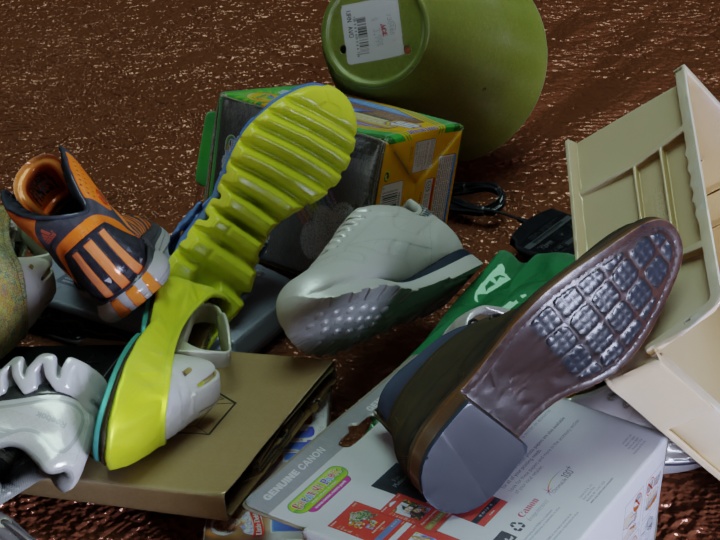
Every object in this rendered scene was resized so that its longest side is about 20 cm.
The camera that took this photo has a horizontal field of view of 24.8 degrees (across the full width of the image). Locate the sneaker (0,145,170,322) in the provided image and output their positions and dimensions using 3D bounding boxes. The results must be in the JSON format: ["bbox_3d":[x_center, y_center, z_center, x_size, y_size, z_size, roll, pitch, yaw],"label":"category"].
[{"bbox_3d":[-0.191,-0.037,1.136,0.078,0.112,0.200,-41,15,-8],"label":"sneaker"}]

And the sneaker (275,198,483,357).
[{"bbox_3d":[0.000,0.000,1.132,0.200,0.076,0.081,-15,66,-54],"label":"sneaker"}]

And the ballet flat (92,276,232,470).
[{"bbox_3d":[-0.118,0.061,1.043,0.067,0.067,0.200,7,26,1],"label":"ballet flat"}]

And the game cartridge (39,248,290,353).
[{"bbox_3d":[-0.150,0.021,1.230,0.199,0.041,0.133,15,35,26],"label":"game cartridge"}]

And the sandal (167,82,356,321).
[{"bbox_3d":[-0.080,-0.053,1.182,0.200,0.079,0.087,-50,16,-2],"label":"sandal"}]

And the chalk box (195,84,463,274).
[{"bbox_3d":[-0.041,-0.074,1.290,0.199,0.125,0.124,19,19,30],"label":"chalk box"}]

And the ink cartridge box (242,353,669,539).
[{"bbox_3d":[0.056,0.146,0.946,0.175,0.084,0.200,18,33,28],"label":"ink cartridge box"}]

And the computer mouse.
[{"bbox_3d":[0.129,-0.032,1.343,0.059,0.034,0.200,-34,35,-21],"label":"computer mouse"}]

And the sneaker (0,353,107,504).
[{"bbox_3d":[-0.253,0.106,1.009,0.199,0.075,0.081,-10,56,17],"label":"sneaker"}]

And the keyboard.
[{"bbox_3d":[-0.248,0.067,1.123,0.199,0.021,0.127,-1,29,21],"label":"keyboard"}]

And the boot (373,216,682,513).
[{"bbox_3d":[0.086,0.036,0.913,0.200,0.075,0.097,-45,29,-4],"label":"boot"}]

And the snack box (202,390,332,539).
[{"bbox_3d":[-0.056,0.122,1.052,0.072,0.024,0.200,-2,28,2],"label":"snack box"}]

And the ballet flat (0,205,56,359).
[{"bbox_3d":[-0.249,0.003,1.160,0.070,0.071,0.200,-8,25,-15],"label":"ballet flat"}]

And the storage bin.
[{"bbox_3d":[0.224,0.019,1.007,0.094,0.200,0.199,-28,42,30],"label":"storage bin"}]

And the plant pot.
[{"bbox_3d":[0.045,-0.189,1.390,0.186,0.188,0.200,11,5,20],"label":"plant pot"}]

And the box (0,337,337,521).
[{"bbox_3d":[-0.137,0.099,1.065,0.199,0.021,0.164,4,29,24],"label":"box"}]

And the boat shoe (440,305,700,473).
[{"bbox_3d":[0.149,0.071,1.042,0.199,0.070,0.071,22,65,-3],"label":"boat shoe"}]

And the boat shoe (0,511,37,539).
[{"bbox_3d":[-0.236,0.159,0.945,0.065,0.072,0.200,-11,26,-44],"label":"boat shoe"}]

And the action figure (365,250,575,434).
[{"bbox_3d":[0.069,0.060,1.115,0.200,0.055,0.118,-41,15,-31],"label":"action figure"}]
